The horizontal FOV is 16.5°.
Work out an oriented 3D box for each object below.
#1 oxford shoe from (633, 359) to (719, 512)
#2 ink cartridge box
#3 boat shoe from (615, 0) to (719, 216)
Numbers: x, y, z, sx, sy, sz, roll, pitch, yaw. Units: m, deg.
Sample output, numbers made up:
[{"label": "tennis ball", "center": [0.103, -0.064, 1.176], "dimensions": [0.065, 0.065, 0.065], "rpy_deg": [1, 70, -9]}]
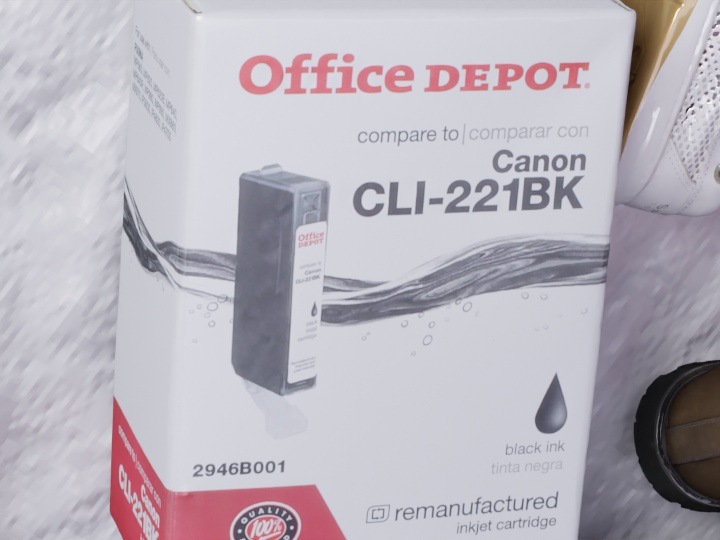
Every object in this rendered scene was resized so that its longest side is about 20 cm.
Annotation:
[{"label": "oxford shoe", "center": [0.204, 0.050, 0.882], "dimensions": [0.198, 0.084, 0.073], "rpy_deg": [-12, 86, -18]}, {"label": "ink cartridge box", "center": [0.000, 0.000, 0.798], "dimensions": [0.143, 0.084, 0.202], "rpy_deg": [-2, 110, -18]}, {"label": "boat shoe", "center": [0.131, -0.110, 0.813], "dimensions": [0.069, 0.071, 0.201], "rpy_deg": [14, 113, -25]}]
